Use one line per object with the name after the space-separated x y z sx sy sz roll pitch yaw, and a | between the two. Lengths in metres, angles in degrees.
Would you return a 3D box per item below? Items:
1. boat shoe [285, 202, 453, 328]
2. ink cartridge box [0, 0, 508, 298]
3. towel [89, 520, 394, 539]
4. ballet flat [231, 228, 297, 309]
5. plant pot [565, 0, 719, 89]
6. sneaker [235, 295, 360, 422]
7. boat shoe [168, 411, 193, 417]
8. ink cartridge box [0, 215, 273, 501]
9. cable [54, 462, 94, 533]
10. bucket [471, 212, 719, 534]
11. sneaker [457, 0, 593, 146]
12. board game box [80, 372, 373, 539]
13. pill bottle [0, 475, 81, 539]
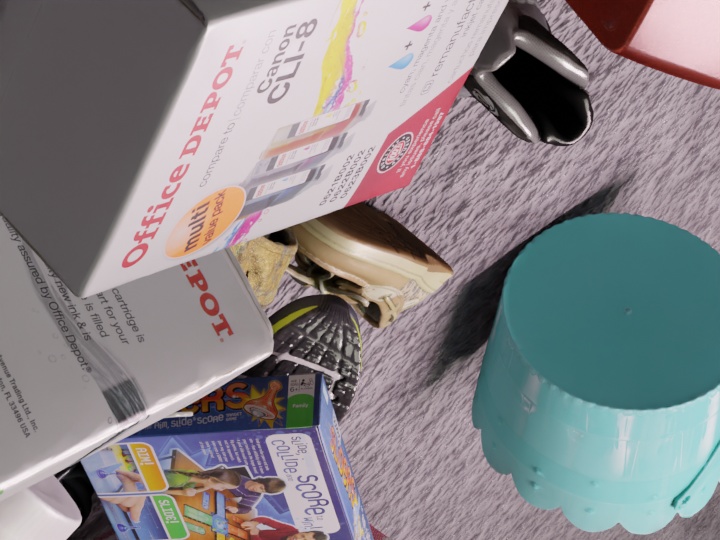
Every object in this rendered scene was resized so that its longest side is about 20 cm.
0.000 0.000 1.312 0.063 0.073 0.200 -50 160 6 | boat shoe
-0.062 -0.106 0.899 0.200 0.145 0.146 -21 149 -45 | ink cartridge box
-0.064 0.179 1.372 0.146 0.200 0.030 -34 137 -28 | towel
-0.074 -0.031 1.136 0.071 0.071 0.200 -44 162 -3 | ballet flat
0.178 -0.206 1.119 0.176 0.200 0.200 -11 142 -38 | plant pot
-0.061 0.066 1.288 0.074 0.081 0.200 19 138 -22 | sneaker
-0.130 0.047 1.131 0.075 0.062 0.200 -7 177 30 | boat shoe
-0.154 0.017 0.935 0.200 0.147 0.083 -25 175 -41 | ink cartridge box
-0.207 0.163 1.261 0.200 0.051 0.163 -48 159 6 | cable
0.182 0.067 1.612 0.207 0.207 0.135 -34 150 -27 | bucket
0.084 -0.102 1.219 0.075 0.116 0.200 -48 159 10 | sneaker
-0.070 0.129 1.256 0.135 0.035 0.200 -4 144 8 | board game box
-0.239 0.162 1.117 0.200 0.110 0.110 -45 159 0 | pill bottle
